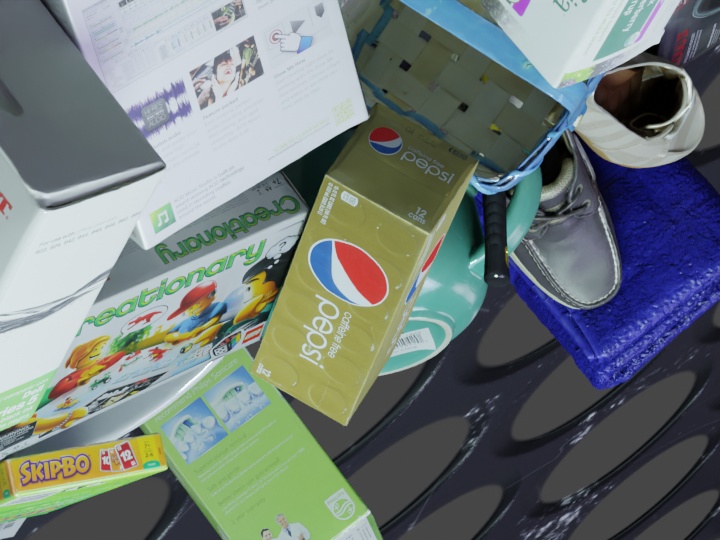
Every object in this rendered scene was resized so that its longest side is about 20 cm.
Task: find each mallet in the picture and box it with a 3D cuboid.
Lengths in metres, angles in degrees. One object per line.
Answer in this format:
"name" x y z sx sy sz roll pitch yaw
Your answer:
"mallet" 0.075 -0.091 1.780 0.041 0.201 0.066 -5 152 9

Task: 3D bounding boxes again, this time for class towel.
"towel" 0.152 -0.036 1.995 0.148 0.200 0.050 -42 152 6

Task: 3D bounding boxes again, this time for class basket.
"basket" 0.050 -0.131 1.659 0.139 0.176 0.200 -56 173 4

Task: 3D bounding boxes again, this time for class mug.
"mug" 0.011 -0.010 1.839 0.151 0.115 0.185 3 152 -34

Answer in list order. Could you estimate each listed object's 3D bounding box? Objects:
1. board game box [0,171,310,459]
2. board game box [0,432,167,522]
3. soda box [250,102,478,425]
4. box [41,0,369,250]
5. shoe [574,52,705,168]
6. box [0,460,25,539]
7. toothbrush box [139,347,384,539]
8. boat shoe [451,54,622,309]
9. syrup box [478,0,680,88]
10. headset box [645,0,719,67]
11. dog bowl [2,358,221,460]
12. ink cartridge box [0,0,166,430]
"board game box" -0.127 0.027 1.638 0.199 0.035 0.126 -25 155 -31
"board game box" -0.195 0.127 1.743 0.095 0.030 0.200 -9 170 -30
"soda box" 0.000 0.000 1.687 0.064 0.068 0.200 -56 173 -36
"box" -0.081 -0.127 1.483 0.144 0.036 0.201 -31 130 -20
"shoe" 0.169 -0.101 1.873 0.200 0.053 0.070 16 91 -55
"box" -0.263 0.128 1.847 0.200 0.041 0.156 -18 151 -48
"toothbrush box" -0.075 0.121 1.929 0.086 0.200 0.146 -38 160 -6
"boat shoe" 0.111 -0.057 1.896 0.072 0.201 0.065 -25 -161 -2
"syrup box" 0.077 -0.196 1.504 0.081 0.200 0.079 -25 157 -34
"headset box" 0.230 -0.215 1.927 0.200 0.077 0.149 -35 161 -17
"dog bowl" -0.150 0.021 1.756 0.200 0.079 0.200 -34 161 -14
"ink cartridge box" -0.195 -0.029 1.462 0.084 0.146 0.200 -20 154 -42
